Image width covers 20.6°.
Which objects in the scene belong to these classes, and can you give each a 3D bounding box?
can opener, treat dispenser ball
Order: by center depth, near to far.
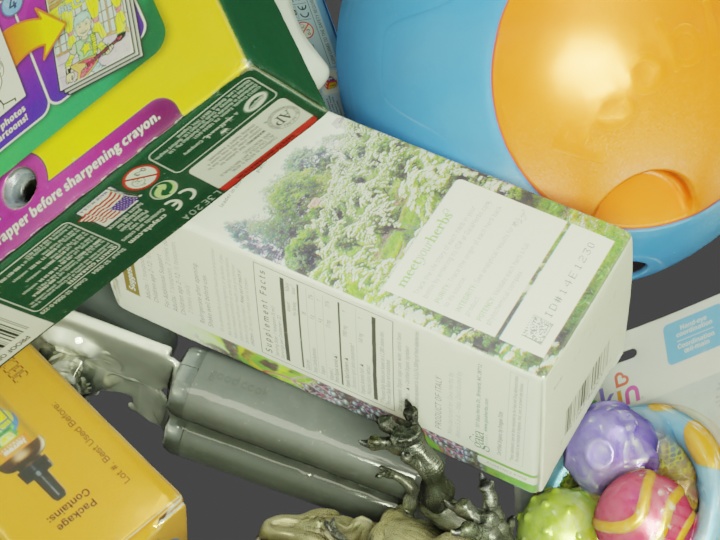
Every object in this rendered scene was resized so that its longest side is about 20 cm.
[{"bbox_3d":[-0.057,0.045,0.832,0.200,0.053,0.067,19,51,4],"label":"can opener"},{"bbox_3d":[0.089,-0.093,0.846,0.200,0.201,0.201,2,57,-4],"label":"treat dispenser ball"}]

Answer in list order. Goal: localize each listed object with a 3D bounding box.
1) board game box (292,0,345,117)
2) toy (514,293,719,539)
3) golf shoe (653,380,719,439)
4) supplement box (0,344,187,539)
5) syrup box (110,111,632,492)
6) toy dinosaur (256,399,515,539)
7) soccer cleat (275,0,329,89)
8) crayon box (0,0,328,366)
[{"bbox_3d":[-0.106,-0.089,0.890,0.200,0.037,0.152,-13,73,-23],"label":"board game box"},{"bbox_3d":[0.099,0.107,0.773,0.115,0.047,0.200,-24,54,31],"label":"toy"},{"bbox_3d":[0.183,0.112,0.782,0.091,0.075,0.200,-29,58,22],"label":"golf shoe"},{"bbox_3d":[-0.159,0.060,0.807,0.067,0.069,0.200,-38,66,-24],"label":"supplement box"},{"bbox_3d":[0.000,0.000,0.784,0.200,0.082,0.079,22,56,20],"label":"syrup box"},{"bbox_3d":[0.037,0.104,0.747,0.200,0.088,0.047,18,49,40],"label":"toy dinosaur"},{"bbox_3d":[-0.071,-0.154,0.877,0.085,0.069,0.200,12,47,-45],"label":"soccer cleat"},{"bbox_3d":[-0.131,-0.076,0.760,0.200,0.058,0.173,-36,59,19],"label":"crayon box"}]
